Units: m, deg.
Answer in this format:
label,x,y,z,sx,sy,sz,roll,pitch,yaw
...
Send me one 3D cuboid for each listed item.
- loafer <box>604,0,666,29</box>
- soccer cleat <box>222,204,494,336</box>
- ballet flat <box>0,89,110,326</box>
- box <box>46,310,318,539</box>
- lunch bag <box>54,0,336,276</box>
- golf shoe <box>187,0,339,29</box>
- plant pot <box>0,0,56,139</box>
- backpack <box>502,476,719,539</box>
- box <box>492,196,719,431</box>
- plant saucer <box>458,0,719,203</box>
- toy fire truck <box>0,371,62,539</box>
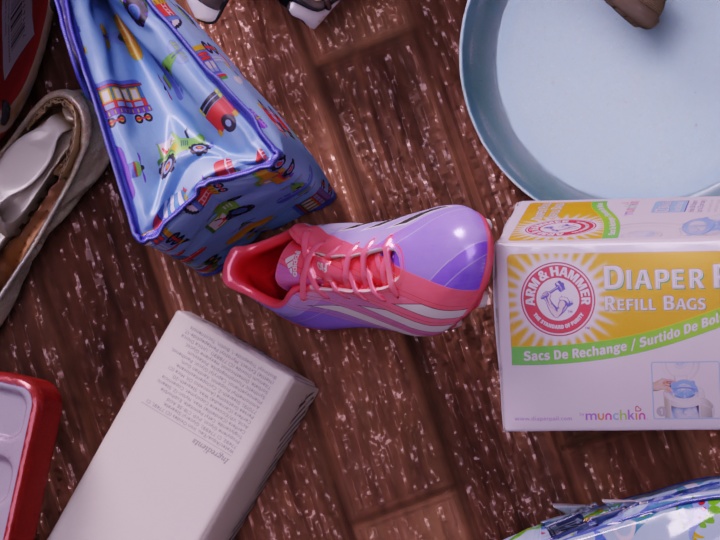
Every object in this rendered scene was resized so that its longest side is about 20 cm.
label,x,y,z,sx,sy,sz,roll,pitch,yaw
loafer,0.118,-0.223,1.545,0.067,0.076,0.200,-32,78,12
soccer cleat,0.000,0.000,1.514,0.076,0.200,0.067,8,83,-28
ballet flat,-0.212,-0.021,1.617,0.067,0.062,0.200,33,90,13
box,-0.109,0.128,1.576,0.082,0.068,0.200,31,90,13
lunch bag,-0.110,-0.111,1.563,0.094,0.151,0.201,-31,78,6
golf shoe,-0.008,-0.184,1.596,0.199,0.078,0.095,-6,97,3
plant pot,-0.272,-0.158,1.577,0.182,0.200,0.201,13,86,9
backpack,0.163,0.185,1.491,0.199,0.154,0.164,-16,73,-4
box,0.174,0.021,1.501,0.199,0.113,0.102,-1,103,12
plant saucer,0.154,-0.119,1.578,0.199,0.027,0.201,-1,83,11
toy fire truck,-0.252,0.145,1.559,0.167,0.112,0.201,10,86,29
